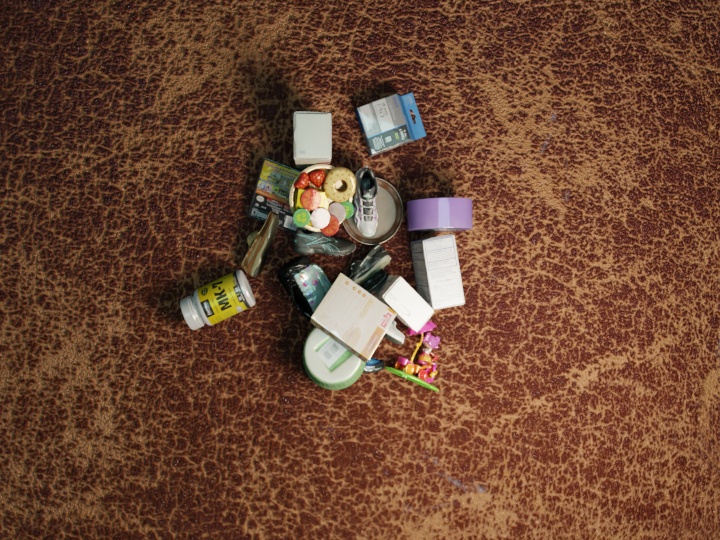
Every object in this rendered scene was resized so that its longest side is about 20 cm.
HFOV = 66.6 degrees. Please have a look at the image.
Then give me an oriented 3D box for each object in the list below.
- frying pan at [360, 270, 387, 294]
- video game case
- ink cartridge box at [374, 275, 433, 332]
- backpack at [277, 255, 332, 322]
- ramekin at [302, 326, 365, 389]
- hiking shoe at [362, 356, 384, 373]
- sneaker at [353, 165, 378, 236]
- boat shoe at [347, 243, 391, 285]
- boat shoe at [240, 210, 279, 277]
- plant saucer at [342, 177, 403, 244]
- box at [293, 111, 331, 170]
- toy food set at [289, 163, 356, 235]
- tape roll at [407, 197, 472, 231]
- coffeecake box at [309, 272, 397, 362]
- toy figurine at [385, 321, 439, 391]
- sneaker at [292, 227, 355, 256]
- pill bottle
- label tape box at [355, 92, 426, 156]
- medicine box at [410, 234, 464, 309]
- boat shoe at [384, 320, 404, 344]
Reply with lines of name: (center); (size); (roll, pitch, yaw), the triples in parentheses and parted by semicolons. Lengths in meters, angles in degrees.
frying pan: (0.018, 0.064, 1.635); (0.031, 0.114, 0.190); (52, 51, -13)
video game case: (-0.223, -0.218, 1.649); (0.195, 0.026, 0.185); (19, 103, -6)
ink cartridge box: (0.125, 0.094, 1.625); (0.146, 0.200, 0.083); (45, 86, -5)
backpack: (-0.149, 0.059, 1.621); (0.125, 0.167, 0.203); (-33, 100, -10)
ramekin: (-0.077, 0.242, 1.599); (0.193, 0.098, 0.207); (0, 77, 1)
hiking shoe: (-0.018, 0.259, 1.675); (0.194, 0.074, 0.090); (10, 91, -6)
sneaker: (0.017, -0.204, 1.605); (0.075, 0.140, 0.207); (-8, 92, -6)
boat shoe: (0.000, 0.000, 1.679); (0.198, 0.072, 0.068); (-39, 77, 4)
boat shoe: (-0.305, -0.083, 1.631); (0.072, 0.076, 0.205); (23, 97, 4)
plant saucer: (0.034, -0.182, 1.695); (0.194, 0.034, 0.207); (0, 90, -6)
box: (-0.138, -0.369, 1.588); (0.105, 0.200, 0.132); (0, 92, -5)
toy food set: (-0.109, -0.204, 1.583); (0.194, 0.049, 0.204); (3, 108, -19)
tape roll: (0.236, -0.164, 1.634); (0.193, 0.200, 0.088); (0, 91, -6)
coffeecake box: (-0.020, 0.133, 1.536); (0.198, 0.073, 0.155); (35, 73, 3)
toy figurine: (0.193, 0.251, 1.685); (0.197, 0.149, 0.189); (28, 78, -28)
sneaker: (-0.107, -0.088, 1.647); (0.194, 0.075, 0.082); (1, 103, -15)
pill bottle: (-0.419, 0.089, 1.608); (0.196, 0.114, 0.117); (-25, 94, -5)
label tape box: (0.098, -0.456, 1.682); (0.195, 0.063, 0.148); (-21, 94, -5)
medicine box: (0.227, 0.003, 1.644); (0.100, 0.182, 0.207); (-9, 92, -6)
boat shoe: (0.060, 0.146, 1.665); (0.200, 0.075, 0.065); (38, 78, 21)
